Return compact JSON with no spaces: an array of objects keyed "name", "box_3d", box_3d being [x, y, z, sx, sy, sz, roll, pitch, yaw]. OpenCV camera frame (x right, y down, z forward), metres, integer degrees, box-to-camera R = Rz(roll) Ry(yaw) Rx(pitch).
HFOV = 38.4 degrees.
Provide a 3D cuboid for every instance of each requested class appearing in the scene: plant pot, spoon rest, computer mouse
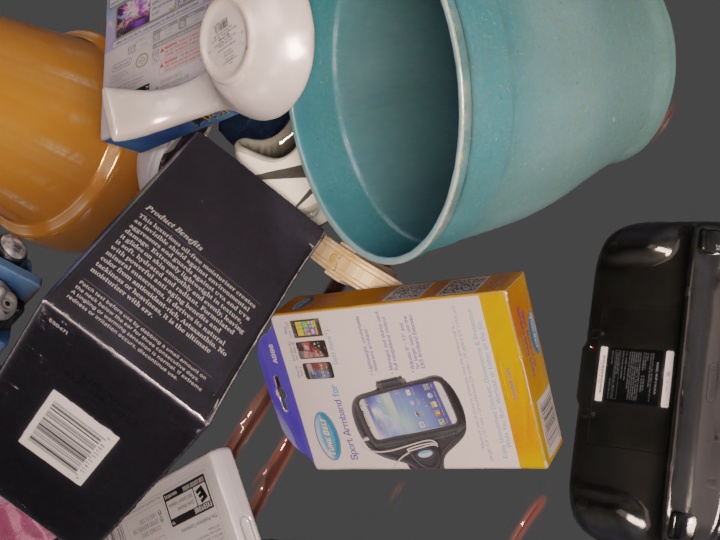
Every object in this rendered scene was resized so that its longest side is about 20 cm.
[{"name":"plant pot","box_3d":[-0.299,-0.135,0.902,0.198,0.183,0.203,-10,71,30]},{"name":"spoon rest","box_3d":[-0.096,-0.136,0.687,0.199,0.060,0.101,-16,85,44]},{"name":"plant pot","box_3d":[0.079,-0.121,0.629,0.200,0.186,0.202,33,129,53]},{"name":"computer mouse","box_3d":[-0.145,-0.139,0.870,0.202,0.044,0.110,-64,25,2]}]

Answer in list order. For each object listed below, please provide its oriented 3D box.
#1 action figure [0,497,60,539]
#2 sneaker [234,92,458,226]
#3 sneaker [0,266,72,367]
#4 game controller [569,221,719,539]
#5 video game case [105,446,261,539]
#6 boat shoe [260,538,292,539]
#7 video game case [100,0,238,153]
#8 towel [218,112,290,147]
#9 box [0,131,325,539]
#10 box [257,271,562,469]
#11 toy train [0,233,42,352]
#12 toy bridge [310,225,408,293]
[{"name":"action figure","box_3d":[-0.289,0.145,0.824,0.133,0.149,0.202,-21,81,3]},{"name":"sneaker","box_3d":[0.003,-0.104,0.730,0.199,0.089,0.074,-30,31,1]},{"name":"sneaker","box_3d":[-0.252,0.062,0.886,0.198,0.075,0.115,-10,68,27]},{"name":"game controller","box_3d":[0.182,0.067,0.627,0.104,0.042,0.203,-2,74,47]},{"name":"video game case","box_3d":[-0.124,0.241,0.724,0.199,0.022,0.184,-33,73,39]},{"name":"boat shoe","box_3d":[-0.046,0.218,0.715,0.199,0.069,0.057,0,31,44]},{"name":"video game case","box_3d":[-0.122,-0.205,0.802,0.198,0.045,0.184,-13,72,38]},{"name":"towel","box_3d":[-0.030,-0.164,0.819,0.112,0.048,0.201,43,101,35]},{"name":"box","box_3d":[-0.149,0.048,0.699,0.123,0.199,0.200,38,130,-7]},{"name":"box","box_3d":[0.025,0.071,0.687,0.198,0.041,0.120,-6,107,33]},{"name":"toy train","box_3d":[-0.367,0.054,0.936,0.200,0.086,0.115,-41,38,23]},{"name":"toy bridge","box_3d":[0.000,0.000,0.741,0.199,0.067,0.027,34,95,35]}]
